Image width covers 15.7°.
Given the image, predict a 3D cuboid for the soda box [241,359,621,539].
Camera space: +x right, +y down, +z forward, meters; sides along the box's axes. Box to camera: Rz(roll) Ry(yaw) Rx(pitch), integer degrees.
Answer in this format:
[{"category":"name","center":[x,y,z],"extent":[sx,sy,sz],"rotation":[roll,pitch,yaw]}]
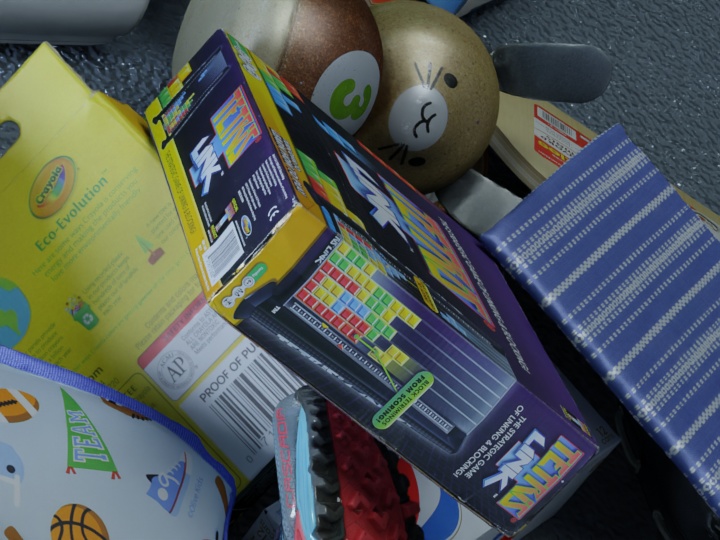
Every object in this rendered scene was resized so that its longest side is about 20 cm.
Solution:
[{"category":"soda box","center":[0.027,0.108,1.171],"extent":[0.064,0.068,0.200],"rotation":[49,44,14]}]

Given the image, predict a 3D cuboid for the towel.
[{"category":"towel","center":[0.150,0.034,1.212],"extent":[0.200,0.024,0.145],"rotation":[49,38,1]}]

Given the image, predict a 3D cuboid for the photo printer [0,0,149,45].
[{"category":"photo printer","center":[-0.216,-0.185,1.270],"extent":[0.199,0.070,0.167],"rotation":[-2,53,-35]}]

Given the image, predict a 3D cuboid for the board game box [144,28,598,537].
[{"category":"board game box","center":[0.000,0.000,1.065],"extent":[0.165,0.057,0.200],"rotation":[37,12,-25]}]

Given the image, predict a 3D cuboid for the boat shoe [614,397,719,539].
[{"category":"boat shoe","center":[0.156,0.079,1.286],"extent":[0.075,0.061,0.200],"rotation":[14,32,-20]}]

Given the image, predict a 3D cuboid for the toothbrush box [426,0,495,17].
[{"category":"toothbrush box","center":[0.026,-0.243,1.445],"extent":[0.200,0.085,0.146],"rotation":[44,26,6]}]

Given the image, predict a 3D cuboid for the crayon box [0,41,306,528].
[{"category":"crayon box","center":[-0.103,0.015,1.126],"extent":[0.200,0.127,0.051],"rotation":[46,5,10]}]

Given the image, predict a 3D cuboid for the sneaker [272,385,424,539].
[{"category":"sneaker","center":[-0.029,0.147,1.042],"extent":[0.079,0.095,0.201],"rotation":[3,81,-63]}]

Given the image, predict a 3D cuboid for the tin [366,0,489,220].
[{"category":"tin","center":[-0.006,-0.100,1.357],"extent":[0.111,0.042,0.201],"rotation":[-6,57,-31]}]

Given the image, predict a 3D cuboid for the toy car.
[{"category":"toy car","center":[0.015,-0.080,1.226],"extent":[0.199,0.165,0.158],"rotation":[20,10,-16]}]

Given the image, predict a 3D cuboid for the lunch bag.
[{"category":"lunch bag","center":[-0.152,0.122,1.005],"extent":[0.199,0.124,0.171],"rotation":[17,45,-8]}]

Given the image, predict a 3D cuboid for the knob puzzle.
[{"category":"knob puzzle","center":[0.133,-0.023,1.344],"extent":[0.219,0.031,0.220],"rotation":[32,16,-10]}]
